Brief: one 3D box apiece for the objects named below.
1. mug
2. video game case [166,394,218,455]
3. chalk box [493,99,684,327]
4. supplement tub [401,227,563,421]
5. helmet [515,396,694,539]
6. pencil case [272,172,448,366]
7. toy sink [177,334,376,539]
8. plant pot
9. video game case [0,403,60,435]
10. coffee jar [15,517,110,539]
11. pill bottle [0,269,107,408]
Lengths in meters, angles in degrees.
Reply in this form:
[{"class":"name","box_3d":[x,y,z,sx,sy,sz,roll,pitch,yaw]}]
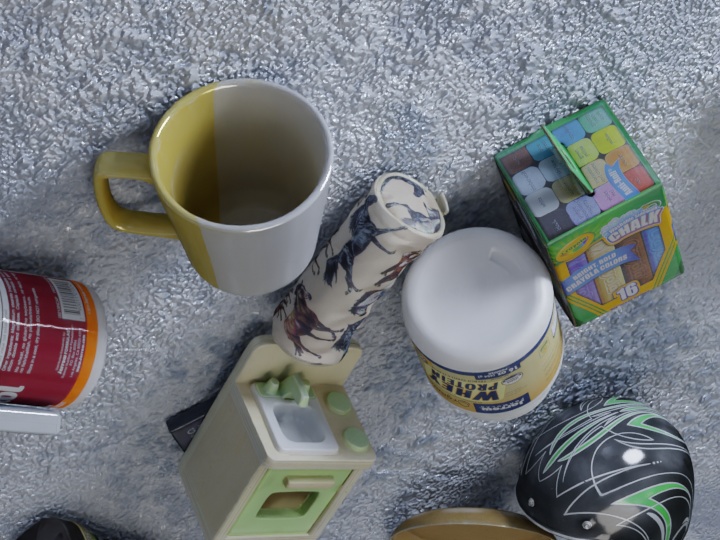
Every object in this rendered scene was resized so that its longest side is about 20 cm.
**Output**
[{"class":"mug","box_3d":[-0.110,-0.065,1.489,0.150,0.186,0.153,-50,161,-24]},{"class":"video game case","box_3d":[-0.105,0.178,1.848,0.142,0.019,0.200,-27,142,-2]},{"class":"chalk box","box_3d":[0.212,-0.065,1.666,0.123,0.125,0.200,-27,144,0]},{"class":"supplement tub","box_3d":[0.123,0.059,1.727,0.144,0.145,0.200,-27,154,-1]},{"class":"helmet","box_3d":[0.279,0.239,2.017,0.199,0.200,0.191,-30,130,3]},{"class":"pencil case","box_3d":[0.000,0.000,1.652,0.089,0.078,0.200,-1,137,-49]},{"class":"toy sink","box_3d":[-0.073,0.173,1.754,0.130,0.112,0.200,4,133,-35]},{"class":"plant pot","box_3d":[0.134,0.311,2.082,0.199,0.028,0.200,2,157,1]},{"class":"video game case","box_3d":[-0.384,0.117,1.505,0.199,0.023,0.181,9,174,-38]},{"class":"coffee jar","box_3d":[-0.270,0.327,1.851,0.085,0.105,0.200,-39,142,18]},{"class":"pill bottle","box_3d":[-0.323,0.053,1.487,0.199,0.113,0.113,10,130,-38]}]
